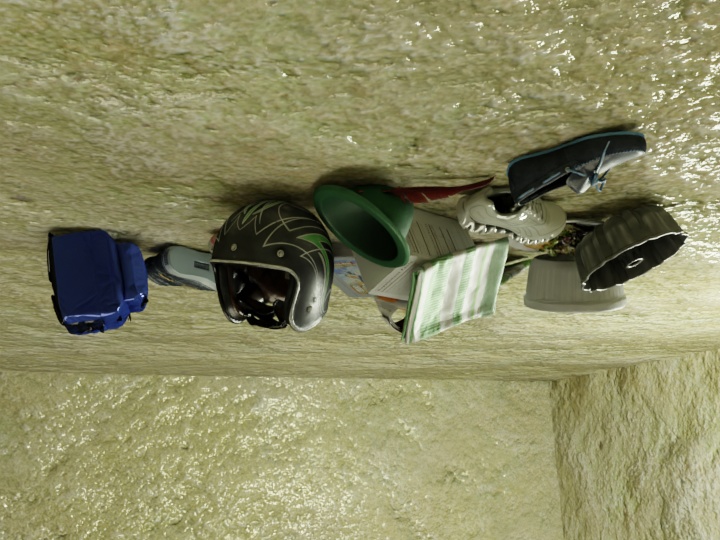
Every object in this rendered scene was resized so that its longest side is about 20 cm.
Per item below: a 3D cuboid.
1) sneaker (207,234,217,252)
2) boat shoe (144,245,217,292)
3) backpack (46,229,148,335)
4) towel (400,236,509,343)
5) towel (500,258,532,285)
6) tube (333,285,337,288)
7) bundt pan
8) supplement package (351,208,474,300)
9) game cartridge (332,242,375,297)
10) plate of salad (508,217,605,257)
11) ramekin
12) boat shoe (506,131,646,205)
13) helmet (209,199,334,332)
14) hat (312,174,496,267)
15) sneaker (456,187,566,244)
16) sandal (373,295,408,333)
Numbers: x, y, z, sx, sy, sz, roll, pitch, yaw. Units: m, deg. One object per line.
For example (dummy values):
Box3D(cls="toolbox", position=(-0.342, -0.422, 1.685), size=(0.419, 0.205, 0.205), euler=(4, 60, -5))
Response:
Box3D(cls="sneaker", position=(-0.159, -0.044, 1.466), size=(0.198, 0.106, 0.075), euler=(24, -162, 9))
Box3D(cls="boat shoe", position=(-0.311, 0.003, 1.617), size=(0.090, 0.072, 0.199), euler=(-12, 156, 38))
Box3D(cls="backpack", position=(-0.457, 0.033, 1.500), size=(0.165, 0.165, 0.200), euler=(-2, 166, -17))
Box3D(cls="towel", position=(0.157, 0.034, 1.400), size=(0.198, 0.155, 0.023), euler=(-15, -143, -33))
Box3D(cls="towel", position=(0.250, 0.033, 1.745), size=(0.148, 0.031, 0.199), euler=(-15, -172, 46))
Box3D(cls="tube", position=(-0.050, 0.015, 1.755), size=(0.197, 0.052, 0.059), euler=(8, 123, -20))
Box3D(cls="bundt pan", position=(0.456, -0.044, 1.479), size=(0.199, 0.077, 0.202), euler=(-20, 159, -8))
Box3D(cls="supplement package", position=(0.096, -0.024, 1.430), size=(0.198, 0.111, 0.114), euler=(12, 137, -45))
Box3D(cls="game cartridge", position=(0.000, 0.000, 1.581), size=(0.133, 0.042, 0.199), euler=(37, 155, -32))
Box3D(cls="plate of salad", position=(0.367, -0.053, 1.562), size=(0.196, 0.049, 0.200), euler=(-3, 165, -1))
Box3D(cls="ramekin", position=(0.414, 0.020, 1.662), size=(0.199, 0.096, 0.202), euler=(-2, -172, 0))
Box3D(cls="boat shoe", position=(0.299, -0.134, 1.176), size=(0.198, 0.070, 0.083), euler=(-16, 161, 42))
Box3D(cls="helmet", position=(-0.133, -0.014, 1.319), size=(0.197, 0.194, 0.201), euler=(-8, -157, 3))
Box3D(cls="hat", position=(0.054, -0.119, 1.300), size=(0.199, 0.177, 0.165), euler=(39, 158, -7))
Box3D(cls="sneaker", position=(0.251, -0.091, 1.350), size=(0.197, 0.076, 0.081), euler=(4, 156, -26))
Box3D(cls="sandal", position=(0.080, 0.083, 1.518), size=(0.078, 0.060, 0.206), euler=(12, 179, -24))
